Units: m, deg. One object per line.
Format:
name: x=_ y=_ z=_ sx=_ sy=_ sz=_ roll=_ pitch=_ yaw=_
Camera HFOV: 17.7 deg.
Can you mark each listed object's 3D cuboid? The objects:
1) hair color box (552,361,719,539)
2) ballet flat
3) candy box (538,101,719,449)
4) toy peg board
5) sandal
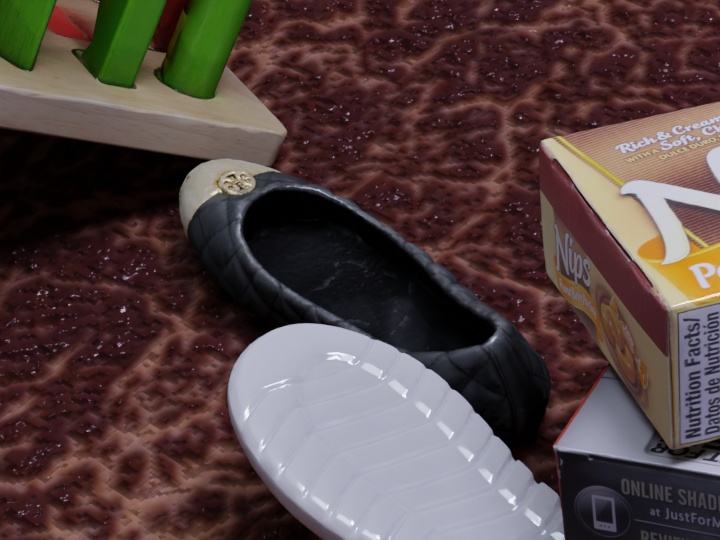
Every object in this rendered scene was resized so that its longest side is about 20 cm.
hair color box: x=0.147 y=0.035 z=0.770 sx=0.101 sy=0.062 sz=0.200 roll=8 pitch=33 yaw=26
ballet flat: x=0.000 y=0.000 z=0.876 sx=0.066 sy=0.057 sz=0.200 roll=-34 pitch=46 yaw=-25
candy box: x=0.168 y=-0.016 z=0.735 sx=0.199 sy=0.056 sz=0.116 roll=-13 pitch=30 yaw=-10
toy peg board: x=-0.141 y=-0.144 z=0.965 sx=0.199 sy=0.098 sz=0.199 roll=8 pitch=27 yaw=-38
sandal: x=0.028 y=0.093 z=0.770 sx=0.202 sy=0.050 sz=0.082 roll=39 pitch=45 yaw=26
